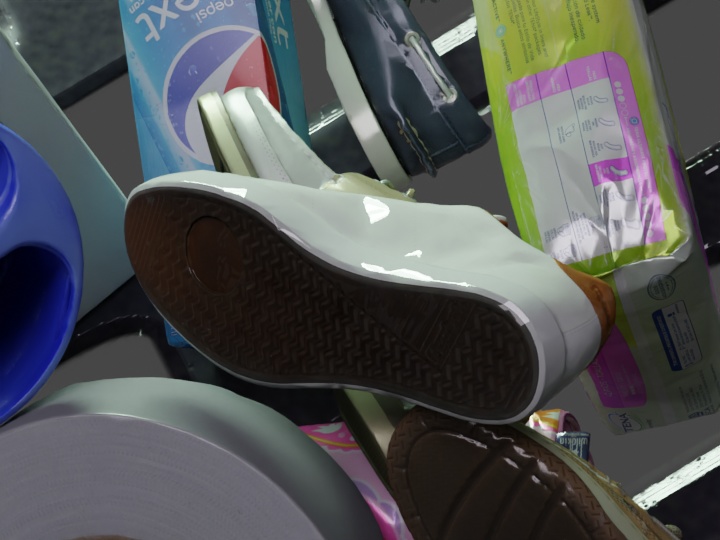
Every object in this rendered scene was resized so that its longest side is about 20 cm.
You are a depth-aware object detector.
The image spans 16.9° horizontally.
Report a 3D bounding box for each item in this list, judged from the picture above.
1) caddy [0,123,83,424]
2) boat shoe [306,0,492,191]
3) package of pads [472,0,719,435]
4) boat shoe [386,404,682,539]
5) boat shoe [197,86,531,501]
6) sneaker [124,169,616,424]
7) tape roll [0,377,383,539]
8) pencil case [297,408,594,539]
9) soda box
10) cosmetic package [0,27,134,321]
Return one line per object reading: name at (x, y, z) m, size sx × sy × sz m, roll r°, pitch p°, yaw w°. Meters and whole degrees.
caddy at (-0.203, 0.014, 0.917) m, size 0.199 × 0.142 × 0.105 m, roll -31°, pitch 27°, yaw -9°
boat shoe at (0.004, -0.132, 1.120) m, size 0.062 × 0.075 × 0.201 m, roll -24°, pitch 61°, yaw 6°
package of pads at (0.097, -0.053, 1.006) m, size 0.068 × 0.155 × 0.201 m, roll -15°, pitch 61°, yaw 9°
boat shoe at (0.095, 0.116, 0.903) m, size 0.200 × 0.076 × 0.072 m, roll 45°, pitch 119°, yaw 2°
boat shoe at (0.000, 0.000, 0.977) m, size 0.068 × 0.075 × 0.200 m, roll -27°, pitch 65°, yaw -8°
sneaker at (0.004, 0.006, 0.909) m, size 0.199 × 0.073 × 0.085 m, roll 20°, pitch 27°, yaw 31°
tape roll at (-0.087, 0.145, 0.949) m, size 0.199 × 0.066 × 0.201 m, roll 2°, pitch 102°, yaw 11°
pencil case at (0.002, 0.105, 0.996) m, size 0.199 × 0.088 × 0.088 m, roll -5°, pitch 63°, yaw 14°
soda box at (-0.061, -0.068, 1.073) m, size 0.064 × 0.068 × 0.201 m, roll -10°, pitch 84°, yaw 12°
cosmetic package at (-0.226, -0.029, 1.066) m, size 0.199 × 0.200 × 0.123 m, roll -39°, pitch 60°, yaw -6°
